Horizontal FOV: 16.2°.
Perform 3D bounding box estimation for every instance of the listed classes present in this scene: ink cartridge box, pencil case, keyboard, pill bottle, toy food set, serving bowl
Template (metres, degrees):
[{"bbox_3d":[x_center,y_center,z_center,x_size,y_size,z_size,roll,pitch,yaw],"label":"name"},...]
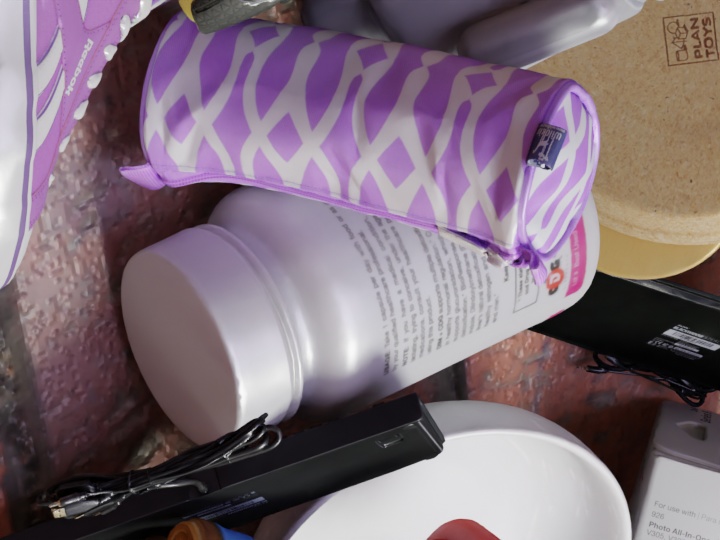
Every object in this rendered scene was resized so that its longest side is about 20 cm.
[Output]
[{"bbox_3d":[0.170,0.182,1.332,0.145,0.087,0.200,-41,144,-79],"label":"ink cartridge box"},{"bbox_3d":[0.003,-0.054,1.057,0.084,0.200,0.086,30,76,-63],"label":"pencil case"},{"bbox_3d":[0.163,0.025,1.315,0.200,0.104,0.040,19,57,-30],"label":"keyboard"},{"bbox_3d":[-0.066,0.092,1.097,0.200,0.021,0.127,-20,161,5],"label":"keyboard"},{"bbox_3d":[0.000,0.000,1.145,0.200,0.113,0.114,-24,121,-30],"label":"pill bottle"},{"bbox_3d":[0.158,-0.106,1.176,0.200,0.198,0.049,68,14,2],"label":"toy food set"},{"bbox_3d":[0.030,0.139,1.239,0.200,0.066,0.200,-11,127,-15],"label":"serving bowl"}]

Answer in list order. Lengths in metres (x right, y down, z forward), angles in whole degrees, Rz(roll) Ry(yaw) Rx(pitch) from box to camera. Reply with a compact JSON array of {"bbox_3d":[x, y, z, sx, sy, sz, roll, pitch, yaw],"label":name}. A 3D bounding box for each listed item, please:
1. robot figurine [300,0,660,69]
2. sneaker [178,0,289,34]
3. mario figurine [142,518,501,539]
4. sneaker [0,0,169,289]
[{"bbox_3d":[0.070,-0.150,1.109,0.200,0.170,0.113,-26,135,17],"label":"robot figurine"},{"bbox_3d":[-0.040,-0.177,1.047,0.090,0.078,0.200,53,38,-29],"label":"sneaker"},{"bbox_3d":[0.000,0.166,1.123,0.200,0.123,0.106,9,104,-28],"label":"mario figurine"},{"bbox_3d":[-0.120,-0.087,1.042,0.114,0.073,0.201,-4,109,-42],"label":"sneaker"}]
